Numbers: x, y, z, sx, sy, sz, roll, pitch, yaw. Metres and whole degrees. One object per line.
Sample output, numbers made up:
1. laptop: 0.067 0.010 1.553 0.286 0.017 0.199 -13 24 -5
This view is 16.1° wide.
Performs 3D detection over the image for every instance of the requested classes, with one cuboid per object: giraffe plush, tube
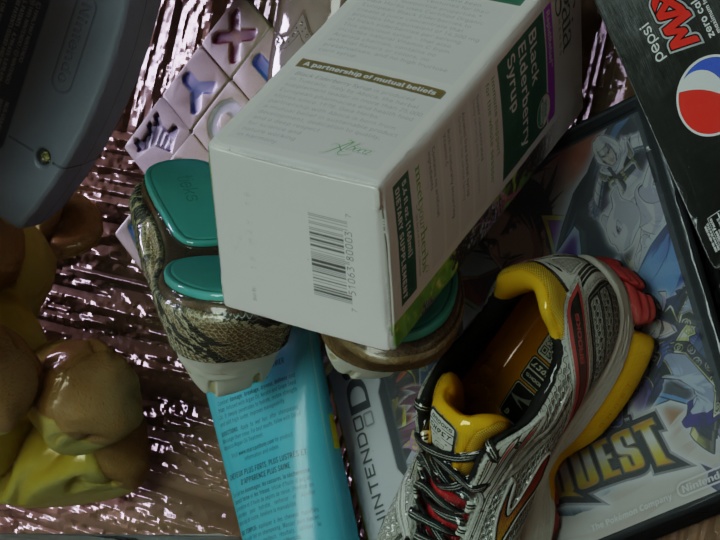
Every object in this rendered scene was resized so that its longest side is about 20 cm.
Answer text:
1. giraffe plush: -0.190 0.031 1.265 0.200 0.171 0.163 127 145 -59
2. tube: -0.027 0.123 1.149 0.077 0.050 0.201 -20 78 34

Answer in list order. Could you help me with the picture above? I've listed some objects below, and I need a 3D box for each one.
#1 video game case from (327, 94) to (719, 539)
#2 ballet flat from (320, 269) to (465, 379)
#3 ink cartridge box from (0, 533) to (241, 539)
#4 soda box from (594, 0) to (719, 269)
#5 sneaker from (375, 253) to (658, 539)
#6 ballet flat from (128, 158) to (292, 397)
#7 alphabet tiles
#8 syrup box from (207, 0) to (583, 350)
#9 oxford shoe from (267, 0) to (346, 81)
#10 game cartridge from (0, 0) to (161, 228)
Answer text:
1. video game case: 0.073 0.044 1.121 0.199 0.025 0.182 -27 66 31
2. ballet flat: 0.000 0.000 1.097 0.200 0.067 0.073 -112 25 -53
3. ink cartridge box: -0.168 0.164 1.174 0.145 0.199 0.084 -4 83 36
4. soda box: 0.149 -0.095 1.060 0.063 0.071 0.201 -33 64 27
5. sneaker: 0.044 0.079 1.069 0.078 0.082 0.201 31 101 36
6. ballet flat: -0.065 0.012 1.138 0.200 0.067 0.076 -125 33 -66
7. alphabet tiles: -0.040 -0.042 1.213 0.167 0.006 0.200 -51 48 12
8. syrup box: 0.021 -0.061 1.048 0.081 0.200 0.079 14 129 24
9. oxford shoe: -0.016 -0.164 1.186 0.071 0.073 0.201 6 79 39
10. game cartridge: -0.161 -0.129 1.208 0.133 0.041 0.201 29 115 16
